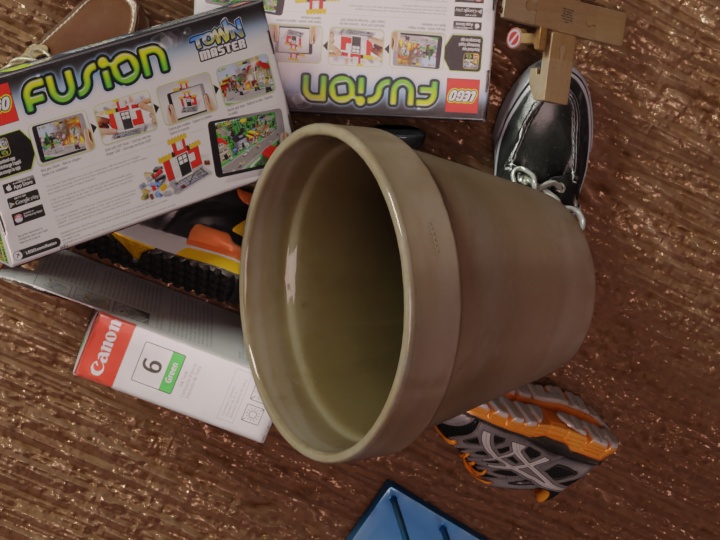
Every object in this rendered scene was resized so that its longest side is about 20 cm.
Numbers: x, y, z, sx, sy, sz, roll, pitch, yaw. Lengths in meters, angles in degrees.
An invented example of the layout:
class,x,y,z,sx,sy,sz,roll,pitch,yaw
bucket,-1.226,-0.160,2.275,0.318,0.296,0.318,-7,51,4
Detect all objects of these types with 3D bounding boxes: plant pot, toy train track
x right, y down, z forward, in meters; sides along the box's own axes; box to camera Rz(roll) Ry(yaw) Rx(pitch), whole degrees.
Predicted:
class,x,y,z,sx,sy,sz,roll,pitch,yaw
plant pot,0.044,0.010,0.853,0.172,0.200,0.202,-3,107,-31
toy train track,0.133,-0.213,0.921,0.114,0.032,0.202,5,94,-38

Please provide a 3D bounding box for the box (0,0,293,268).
class,x,y,z,sx,sy,sz,roll,pitch,yaw
box,-0.139,-0.087,0.841,0.199,0.035,0.111,-21,108,-26

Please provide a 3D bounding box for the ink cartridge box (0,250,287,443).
class,x,y,z,sx,sy,sz,roll,pitch,yaw
ink cartridge box,-0.150,0.044,0.930,0.199,0.109,0.051,21,102,-11

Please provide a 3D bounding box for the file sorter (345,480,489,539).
class,x,y,z,sx,sy,sz,roll,pitch,yaw
file sorter,0.070,0.280,1.012,0.199,0.123,0.139,32,99,-13

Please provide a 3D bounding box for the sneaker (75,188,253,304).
class,x,y,z,sx,sy,sz,roll,pitch,yaw
sneaker,-0.148,-0.053,0.935,0.199,0.070,0.091,24,67,1

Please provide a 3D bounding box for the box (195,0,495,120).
class,x,y,z,sx,sy,sz,roll,pitch,yaw
box,-0.012,-0.161,0.919,0.198,0.035,0.111,2,105,-7

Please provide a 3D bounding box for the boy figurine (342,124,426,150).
class,x,y,z,sx,sy,sz,roll,pitch,yaw
boy figurine,0.000,0.000,0.958,0.123,0.064,0.202,0,103,-15

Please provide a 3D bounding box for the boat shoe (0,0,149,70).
class,x,y,z,sx,sy,sz,roll,pitch,yaw
boat shoe,-0.197,-0.102,0.868,0.075,0.072,0.201,23,70,12

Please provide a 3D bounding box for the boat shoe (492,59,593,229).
class,x,y,z,sx,sy,sz,roll,pitch,yaw
boat shoe,0.118,-0.044,0.955,0.073,0.068,0.201,16,103,-10

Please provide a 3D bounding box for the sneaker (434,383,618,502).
class,x,y,z,sx,sy,sz,roll,pitch,yaw
sneaker,0.095,0.115,0.977,0.199,0.078,0.077,25,114,-31
